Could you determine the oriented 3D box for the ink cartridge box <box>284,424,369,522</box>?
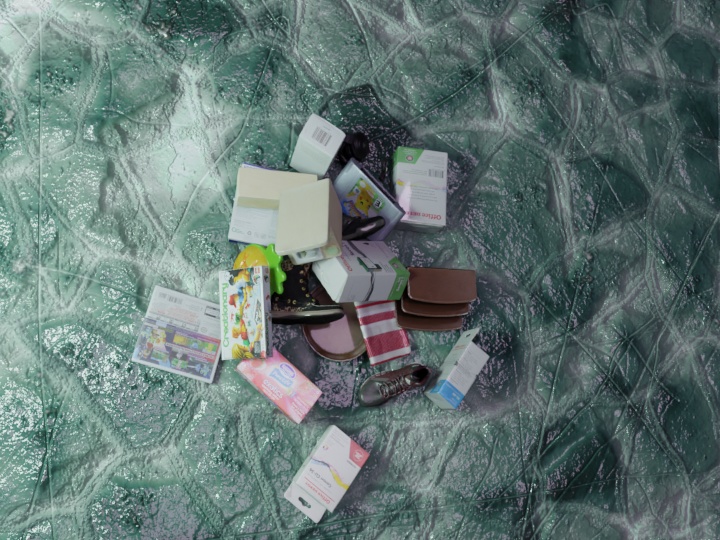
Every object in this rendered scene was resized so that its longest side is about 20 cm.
[{"bbox_3d":[-0.082,0.489,1.555,0.116,0.067,0.202,37,73,-4],"label":"ink cartridge box"}]

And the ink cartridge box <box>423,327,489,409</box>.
[{"bbox_3d":[0.255,0.251,1.658,0.066,0.116,0.202,38,74,-3],"label":"ink cartridge box"}]

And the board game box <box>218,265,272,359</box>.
[{"bbox_3d":[-0.262,0.098,1.482,0.123,0.034,0.207,-7,83,26],"label":"board game box"}]

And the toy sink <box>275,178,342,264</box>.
[{"bbox_3d":[-0.115,-0.093,1.512,0.126,0.113,0.204,-12,48,12],"label":"toy sink"}]

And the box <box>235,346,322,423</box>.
[{"bbox_3d":[-0.197,0.264,1.551,0.199,0.103,0.095,42,73,-2],"label":"box"}]

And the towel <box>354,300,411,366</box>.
[{"bbox_3d":[0.053,0.128,1.648,0.141,0.023,0.206,-9,80,-42],"label":"towel"}]

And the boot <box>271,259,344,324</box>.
[{"bbox_3d":[-0.134,0.052,1.594,0.194,0.073,0.155,-5,68,16],"label":"boot"}]

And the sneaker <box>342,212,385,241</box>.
[{"bbox_3d":[-0.036,-0.127,1.647,0.194,0.076,0.118,-16,84,18],"label":"sneaker"}]

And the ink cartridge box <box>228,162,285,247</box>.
[{"bbox_3d":[-0.227,-0.154,1.655,0.194,0.041,0.206,12,76,-12],"label":"ink cartridge box"}]

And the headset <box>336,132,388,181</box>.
[{"bbox_3d":[-0.018,-0.300,1.694,0.195,0.123,0.097,14,78,-18],"label":"headset"}]

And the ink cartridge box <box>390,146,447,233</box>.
[{"bbox_3d":[0.154,-0.212,1.736,0.141,0.088,0.207,5,77,-12],"label":"ink cartridge box"}]

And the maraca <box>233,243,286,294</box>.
[{"bbox_3d":[-0.236,0.004,1.548,0.105,0.197,0.141,-16,94,-40],"label":"maraca"}]

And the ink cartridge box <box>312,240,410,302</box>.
[{"bbox_3d":[0.000,0.000,1.592,0.196,0.086,0.147,-1,37,-37],"label":"ink cartridge box"}]

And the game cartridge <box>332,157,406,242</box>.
[{"bbox_3d":[0.010,-0.172,1.674,0.200,0.134,0.040,45,35,6],"label":"game cartridge"}]

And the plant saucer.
[{"bbox_3d":[-0.055,0.128,1.648,0.194,0.034,0.207,3,78,-14],"label":"plant saucer"}]

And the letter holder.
[{"bbox_3d":[0.192,0.076,1.667,0.194,0.100,0.147,3,75,-20],"label":"letter holder"}]

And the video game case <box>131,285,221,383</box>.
[{"bbox_3d":[-0.424,0.154,1.558,0.195,0.023,0.187,18,76,-11],"label":"video game case"}]

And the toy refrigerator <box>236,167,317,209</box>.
[{"bbox_3d":[-0.208,-0.198,1.613,0.194,0.070,0.078,3,73,-16],"label":"toy refrigerator"}]

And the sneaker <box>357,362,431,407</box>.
[{"bbox_3d":[0.090,0.277,1.612,0.196,0.115,0.077,-24,85,-17],"label":"sneaker"}]

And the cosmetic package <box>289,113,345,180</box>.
[{"bbox_3d":[-0.110,-0.300,1.627,0.100,0.200,0.075,32,74,-6],"label":"cosmetic package"}]
